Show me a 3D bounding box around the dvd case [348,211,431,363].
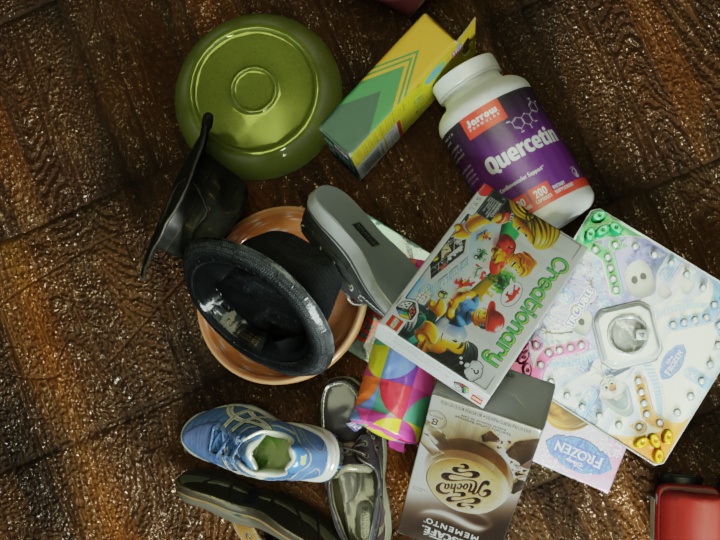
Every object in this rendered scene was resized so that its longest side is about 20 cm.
[{"bbox_3d":[0.027,0.031,1.243,0.200,0.022,0.146,33,88,8],"label":"dvd case"}]

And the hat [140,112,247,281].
[{"bbox_3d":[-0.170,-0.068,1.206,0.081,0.201,0.201,22,86,-10],"label":"hat"}]

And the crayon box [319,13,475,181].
[{"bbox_3d":[0.045,-0.199,1.216,0.051,0.127,0.200,43,88,9],"label":"crayon box"}]

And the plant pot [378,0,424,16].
[{"bbox_3d":[0.025,-0.385,1.217,0.179,0.200,0.200,38,88,-8],"label":"plant pot"}]

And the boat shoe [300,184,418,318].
[{"bbox_3d":[0.000,0.000,1.153,0.200,0.070,0.066,49,130,22],"label":"boat shoe"}]

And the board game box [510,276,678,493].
[{"bbox_3d":[0.208,0.106,1.184,0.200,0.041,0.200,22,86,7],"label":"board game box"}]

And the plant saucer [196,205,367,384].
[{"bbox_3d":[-0.084,0.029,1.225,0.200,0.037,0.201,-4,75,16],"label":"plant saucer"}]

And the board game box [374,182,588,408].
[{"bbox_3d":[0.121,0.021,1.087,0.126,0.035,0.200,33,64,10],"label":"board game box"}]

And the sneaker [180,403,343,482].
[{"bbox_3d":[-0.118,0.183,1.191,0.200,0.077,0.076,2,84,31],"label":"sneaker"}]

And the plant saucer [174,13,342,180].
[{"bbox_3d":[-0.121,-0.206,1.281,0.200,0.031,0.200,-1,83,6],"label":"plant saucer"}]

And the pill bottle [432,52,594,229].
[{"bbox_3d":[0.160,-0.131,1.200,0.112,0.112,0.200,-30,83,2],"label":"pill bottle"}]

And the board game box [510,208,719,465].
[{"bbox_3d":[0.278,0.066,1.148,0.200,0.026,0.200,32,87,7],"label":"board game box"}]

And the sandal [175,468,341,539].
[{"bbox_3d":[-0.112,0.275,1.203,0.200,0.082,0.055,18,104,8],"label":"sandal"}]

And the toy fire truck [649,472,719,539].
[{"bbox_3d":[0.386,0.273,1.088,0.176,0.200,0.129,3,83,6],"label":"toy fire truck"}]

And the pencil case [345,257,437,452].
[{"bbox_3d":[0.052,0.088,1.175,0.088,0.088,0.200,18,80,7],"label":"pencil case"}]

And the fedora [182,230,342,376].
[{"bbox_3d":[-0.087,0.017,1.140,0.200,0.201,0.092,37,58,9],"label":"fedora"}]

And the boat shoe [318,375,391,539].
[{"bbox_3d":[-0.007,0.213,1.202,0.072,0.065,0.200,-8,82,6],"label":"boat shoe"}]

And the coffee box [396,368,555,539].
[{"bbox_3d":[0.115,0.195,1.130,0.113,0.080,0.200,17,126,10],"label":"coffee box"}]
